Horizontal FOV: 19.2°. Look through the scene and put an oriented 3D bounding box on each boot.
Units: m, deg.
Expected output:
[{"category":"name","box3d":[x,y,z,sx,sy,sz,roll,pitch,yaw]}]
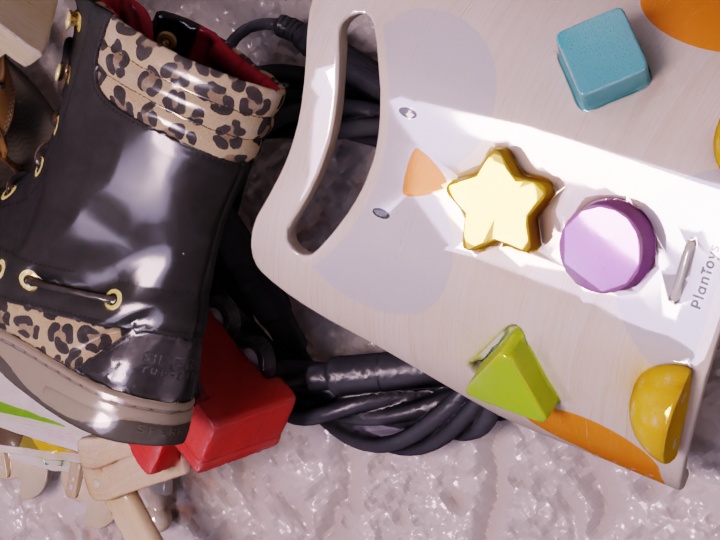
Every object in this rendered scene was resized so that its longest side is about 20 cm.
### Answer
[{"category":"boot","box3d":[-0.119,-0.038,0.839,0.200,0.073,0.151,33,108,37]}]

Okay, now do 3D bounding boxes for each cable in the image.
[{"category":"cable","box3d":[0.000,0.000,0.875,0.200,0.051,0.164,34,118,20]}]

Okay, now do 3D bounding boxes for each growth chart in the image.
[{"category":"growth chart","box3d":[-0.163,0.035,1.004,0.199,0.018,0.145,22,113,26]}]

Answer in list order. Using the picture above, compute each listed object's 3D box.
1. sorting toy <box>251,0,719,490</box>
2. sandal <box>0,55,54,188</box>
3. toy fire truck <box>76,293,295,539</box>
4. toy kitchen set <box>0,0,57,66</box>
[{"category":"sorting toy","box3d":[0.055,-0.029,0.771,0.179,0.107,0.201,18,106,13]},{"category":"sandal","box3d":[-0.183,-0.092,0.926,0.201,0.081,0.055,66,161,-12]},{"category":"toy fire truck","box3d":[-0.088,0.072,0.915,0.200,0.049,0.141,48,134,28]},{"category":"toy kitchen set","box3d":[-0.161,-0.199,0.800,0.163,0.201,0.180,-28,130,33]}]
